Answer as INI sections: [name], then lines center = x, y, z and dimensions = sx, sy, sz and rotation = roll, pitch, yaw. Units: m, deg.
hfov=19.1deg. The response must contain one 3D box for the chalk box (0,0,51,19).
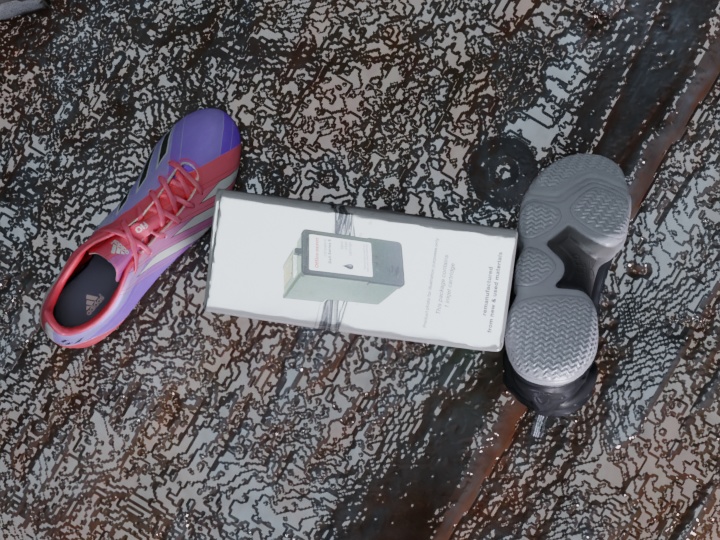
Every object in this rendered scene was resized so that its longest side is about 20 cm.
[chalk box]
center = -0.331, -0.221, 1.469
dimensions = 0.199, 0.124, 0.124
rotation = -16, 89, -1

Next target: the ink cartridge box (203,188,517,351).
[ink cartridge box]
center = 0.000, 0.000, 1.455
dimensions = 0.199, 0.146, 0.084
rotation = 8, 90, 1

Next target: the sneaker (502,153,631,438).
[sneaker]
center = 0.138, 0.019, 1.490
dimensions = 0.075, 0.114, 0.200
rotation = 12, 53, 8

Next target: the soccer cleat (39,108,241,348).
[soccer cleat]
center = -0.151, -0.029, 1.492
dimensions = 0.067, 0.076, 0.200
rotation = 39, 90, 2
